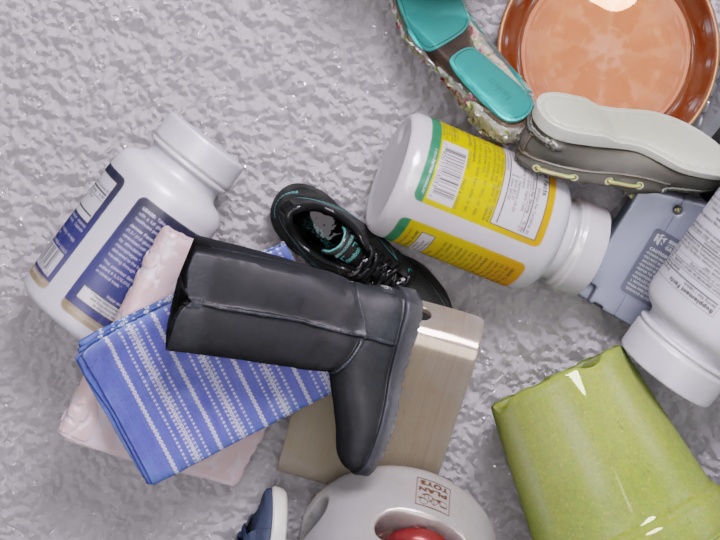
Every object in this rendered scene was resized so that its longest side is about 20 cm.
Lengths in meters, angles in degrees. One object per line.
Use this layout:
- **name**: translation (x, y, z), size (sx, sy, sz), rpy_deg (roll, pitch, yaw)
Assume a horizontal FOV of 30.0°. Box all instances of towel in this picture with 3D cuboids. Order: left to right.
- **towel**: translation (-0.143, 0.080, 1.180), size (0.190, 0.032, 0.201), rpy_deg (23, 98, -38)
- **towel**: translation (-0.121, 0.080, 1.127), size (0.198, 0.024, 0.146), rpy_deg (-27, 110, -5)

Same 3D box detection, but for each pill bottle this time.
- **pill bottle**: translation (-0.194, -0.035, 1.180), size (0.111, 0.111, 0.201), rpy_deg (38, 93, -4)
- **pill bottle**: translation (0.114, -0.052, 1.181), size (0.198, 0.113, 0.114), rpy_deg (20, 93, -12)
- **pill bottle**: translation (0.318, 0.009, 1.148), size (0.113, 0.113, 0.201), rpy_deg (33, 104, -4)

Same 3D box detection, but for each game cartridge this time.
- **game cartridge**: translation (0.312, 0.011, 1.225), size (0.199, 0.042, 0.134), rpy_deg (29, 99, -3)

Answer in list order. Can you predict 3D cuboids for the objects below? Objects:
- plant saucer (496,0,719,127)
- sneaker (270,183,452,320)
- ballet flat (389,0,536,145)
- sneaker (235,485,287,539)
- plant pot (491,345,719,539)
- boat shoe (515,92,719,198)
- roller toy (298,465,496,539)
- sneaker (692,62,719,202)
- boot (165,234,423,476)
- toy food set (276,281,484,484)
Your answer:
- **plant saucer**: translation (0.221, -0.197, 1.212), size (0.198, 0.032, 0.203), rpy_deg (0, 94, 4)
- **sneaker**: translation (0.000, 0.000, 1.205), size (0.199, 0.079, 0.076), rpy_deg (36, 91, -5)
- **ballet flat**: translation (0.083, -0.188, 1.194), size (0.075, 0.064, 0.201), rpy_deg (-28, 75, -15)
- **sneaker**: translation (-0.127, 0.285, 1.223), size (0.084, 0.075, 0.202), rpy_deg (19, 94, -7)
- **plant pot**: translation (0.209, 0.175, 1.181), size (0.199, 0.200, 0.186), rpy_deg (-26, 83, 0)
- **boat shoe**: translation (0.229, -0.100, 1.162), size (0.200, 0.073, 0.061), rpy_deg (11, 131, -20)
- **roller toy**: translation (0.031, 0.269, 1.175), size (0.198, 0.140, 0.183), rpy_deg (-18, 119, 19)
- **sneaker**: translation (0.345, -0.154, 1.183), size (0.074, 0.116, 0.202), rpy_deg (11, 94, -2)
- **boot**: translation (-0.064, 0.073, 1.097), size (0.198, 0.066, 0.167), rpy_deg (12, 95, -22)
- **toy food set**: translation (0.015, 0.114, 1.206), size (0.142, 0.061, 0.202), rpy_deg (15, 113, -1)
